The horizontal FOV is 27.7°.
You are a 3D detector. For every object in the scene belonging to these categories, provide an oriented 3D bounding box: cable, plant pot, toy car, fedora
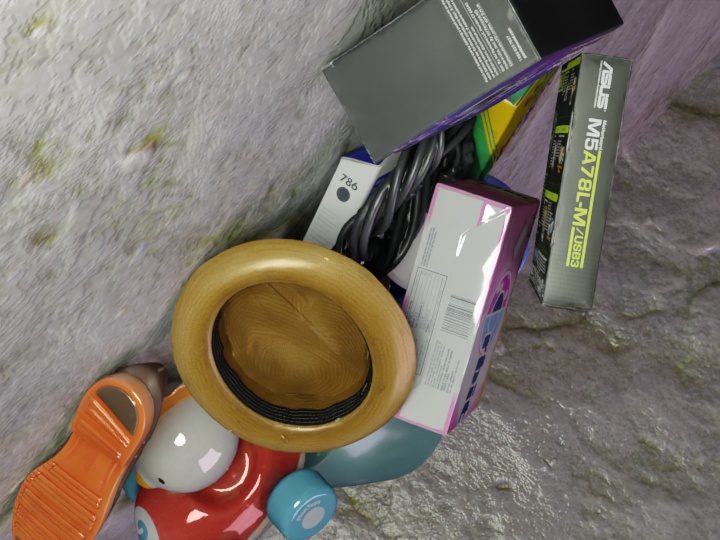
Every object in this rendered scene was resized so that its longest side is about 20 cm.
[{"bbox_3d":[0.034,-0.065,1.175,0.163,0.051,0.200,-44,168,-26],"label":"cable"},{"bbox_3d":[-0.030,0.133,1.509,0.201,0.201,0.160,-51,160,24],"label":"plant pot"},{"bbox_3d":[-0.155,0.168,1.279,0.177,0.184,0.200,-46,142,0],"label":"toy car"},{"bbox_3d":[-0.050,0.047,1.138,0.201,0.199,0.082,-51,-162,27],"label":"fedora"}]

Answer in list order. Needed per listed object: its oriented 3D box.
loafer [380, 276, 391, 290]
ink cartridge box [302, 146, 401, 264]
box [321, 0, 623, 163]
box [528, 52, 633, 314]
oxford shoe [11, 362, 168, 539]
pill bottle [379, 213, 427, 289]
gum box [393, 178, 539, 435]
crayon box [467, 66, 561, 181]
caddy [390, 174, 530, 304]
[{"bbox_3d":[0.000,0.000,1.433,0.073,0.071,0.200,-48,171,6],"label":"loafer"},{"bbox_3d":[-0.004,-0.051,1.249,0.099,0.039,0.201,-33,155,-59],"label":"ink cartridge box"},{"bbox_3d":[0.083,-0.156,1.011,0.140,0.079,0.200,-27,-178,30],"label":"box"},{"bbox_3d":[0.175,-0.073,1.183,0.200,0.047,0.196,-51,151,-84],"label":"box"},{"bbox_3d":[-0.206,0.154,1.141,0.200,0.071,0.073,-52,175,26],"label":"oxford shoe"},{"bbox_3d":[0.069,-0.036,1.401,0.109,0.109,0.200,-48,180,8],"label":"pill bottle"},{"bbox_3d":[0.079,0.031,1.194,0.113,0.066,0.202,-15,123,-71],"label":"gum box"},{"bbox_3d":[0.141,-0.179,1.278,0.201,0.058,0.173,-54,176,-26],"label":"crayon box"},{"bbox_3d":[0.099,-0.017,1.613,0.200,0.141,0.105,-49,176,11],"label":"caddy"}]
